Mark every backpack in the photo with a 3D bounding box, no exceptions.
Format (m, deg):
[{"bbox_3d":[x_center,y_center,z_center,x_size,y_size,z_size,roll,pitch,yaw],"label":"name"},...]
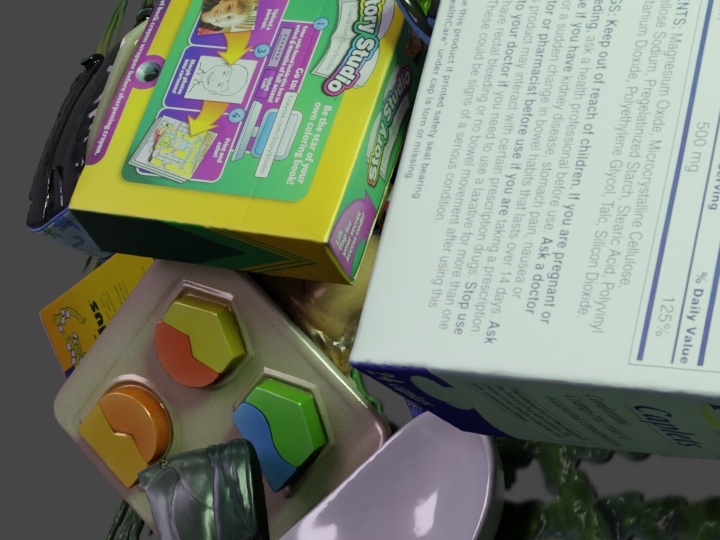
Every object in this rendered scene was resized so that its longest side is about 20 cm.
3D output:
[{"bbox_3d":[-0.197,-0.102,1.401,0.183,0.147,0.200,-25,40,54],"label":"backpack"}]

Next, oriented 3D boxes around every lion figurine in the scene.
[{"bbox_3d":[0.000,0.000,0.972,0.200,0.072,0.123,-43,66,25],"label":"lion figurine"}]

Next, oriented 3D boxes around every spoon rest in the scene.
[{"bbox_3d":[0.006,0.143,0.822,0.200,0.061,0.100,-44,37,40],"label":"spoon rest"}]

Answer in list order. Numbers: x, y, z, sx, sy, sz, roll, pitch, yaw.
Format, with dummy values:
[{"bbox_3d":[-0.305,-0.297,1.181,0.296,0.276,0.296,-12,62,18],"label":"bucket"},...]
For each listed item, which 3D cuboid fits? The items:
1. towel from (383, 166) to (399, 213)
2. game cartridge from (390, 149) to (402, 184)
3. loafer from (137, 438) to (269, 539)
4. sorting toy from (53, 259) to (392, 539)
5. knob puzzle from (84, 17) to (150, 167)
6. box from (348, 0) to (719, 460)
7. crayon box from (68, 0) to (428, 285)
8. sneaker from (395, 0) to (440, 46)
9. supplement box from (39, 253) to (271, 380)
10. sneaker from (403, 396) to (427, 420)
[{"bbox_3d":[0.098,-0.110,0.894,0.144,0.023,0.200,19,83,47],"label":"towel"},{"bbox_3d":[0.065,-0.132,1.029,0.200,0.040,0.134,-38,37,44],"label":"game cartridge"},{"bbox_3d":[-0.086,0.198,0.893,0.073,0.072,0.200,77,-175,-62],"label":"loafer"},{"bbox_3d":[-0.097,0.096,0.975,0.185,0.200,0.036,-50,-18,27],"label":"sorting toy"},{"bbox_3d":[-0.167,-0.134,1.221,0.220,0.030,0.220,-56,-16,-24],"label":"knob puzzle"},{"bbox_3d":[0.122,-0.026,0.596,0.200,0.105,0.184,4,70,33],"label":"box"},{"bbox_3d":[-0.060,-0.098,0.950,0.172,0.058,0.200,8,64,22],"label":"crayon box"},{"bbox_3d":[0.080,-0.123,0.836,0.200,0.089,0.079,35,95,45],"label":"sneaker"},{"bbox_3d":[-0.126,0.035,1.103,0.200,0.109,0.110,-30,82,51],"label":"supplement box"},{"bbox_3d":[0.074,0.022,0.801,0.200,0.075,0.079,120,151,-52],"label":"sneaker"}]
